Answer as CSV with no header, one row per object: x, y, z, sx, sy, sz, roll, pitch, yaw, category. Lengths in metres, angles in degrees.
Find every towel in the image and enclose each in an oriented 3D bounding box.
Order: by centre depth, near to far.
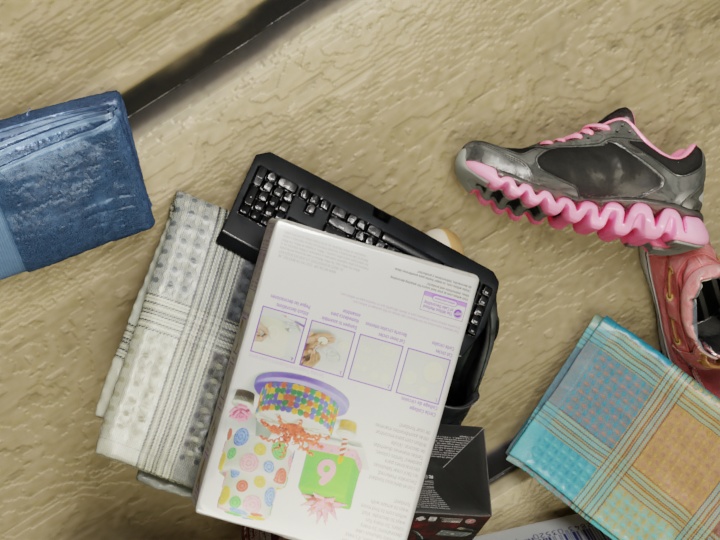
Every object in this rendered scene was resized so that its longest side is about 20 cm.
-0.240,-0.043,1.372,0.198,0.049,0.112,-19,126,-7,towel
-0.073,0.070,1.422,0.191,0.035,0.202,21,73,-11,towel
0.224,0.146,1.583,0.147,0.199,0.022,-59,163,21,towel

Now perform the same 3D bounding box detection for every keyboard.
0.000,0.000,1.420,0.199,0.040,0.105,27,71,-8,keyboard

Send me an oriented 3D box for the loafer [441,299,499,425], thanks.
0.056,0.088,1.541,0.067,0.071,0.202,6,122,-22,loafer

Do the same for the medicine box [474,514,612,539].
0.182,0.310,1.699,0.180,0.103,0.202,-11,124,-11,medicine box

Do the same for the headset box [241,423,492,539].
-0.002,0.187,1.538,0.147,0.076,0.200,6,149,-16,headset box

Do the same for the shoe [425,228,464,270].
0.009,0.052,1.501,0.053,0.070,0.201,12,120,-42,shoe

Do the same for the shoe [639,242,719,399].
0.273,0.053,1.580,0.071,0.091,0.201,-26,126,-1,shoe

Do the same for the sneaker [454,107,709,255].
0.165,-0.075,1.485,0.198,0.079,0.096,13,84,-15,sneaker

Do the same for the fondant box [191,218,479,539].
-0.018,0.080,1.364,0.143,0.058,0.202,16,88,-10,fondant box
